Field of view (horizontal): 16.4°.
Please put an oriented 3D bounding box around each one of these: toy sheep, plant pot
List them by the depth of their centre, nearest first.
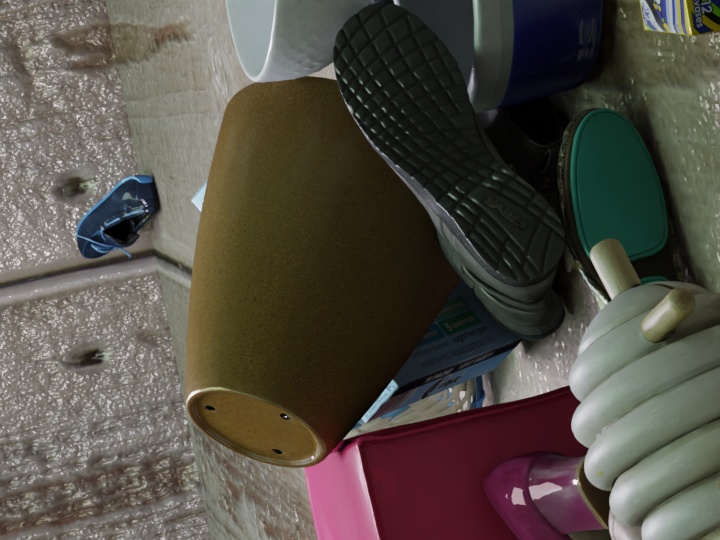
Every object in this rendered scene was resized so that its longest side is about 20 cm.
[{"bbox_3d":[0.169,0.070,1.256,0.138,0.137,0.201,106,145,-66],"label":"toy sheep"},{"bbox_3d":[-0.033,0.013,1.553,0.187,0.185,0.201,101,-170,-61],"label":"plant pot"}]

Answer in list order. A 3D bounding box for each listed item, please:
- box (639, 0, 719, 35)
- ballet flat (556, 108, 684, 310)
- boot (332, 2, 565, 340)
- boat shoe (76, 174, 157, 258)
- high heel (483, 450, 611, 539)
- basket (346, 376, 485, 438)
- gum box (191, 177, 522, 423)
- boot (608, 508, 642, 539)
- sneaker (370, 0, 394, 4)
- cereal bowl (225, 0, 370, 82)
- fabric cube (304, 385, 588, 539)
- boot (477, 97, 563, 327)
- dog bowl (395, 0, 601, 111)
[{"bbox_3d":[0.158,-0.215,1.170,0.070,0.064,0.201,-151,49,-75],"label":"box"},{"bbox_3d":[0.151,0.009,1.409,0.075,0.067,0.201,119,135,-58],"label":"ballet flat"},{"bbox_3d":[0.049,-0.051,1.462,0.201,0.070,0.132,59,174,16],"label":"boot"},{"bbox_3d":[-0.349,-0.061,3.523,0.200,0.084,0.069,-50,55,53],"label":"boat shoe"},{"bbox_3d":[0.149,0.190,1.454,0.200,0.067,0.096,53,148,-17],"label":"high heel"},{"bbox_3d":[0.024,0.059,1.930,0.200,0.139,0.177,21,-130,-62],"label":"basket"},{"bbox_3d":[0.000,0.000,1.739,0.200,0.170,0.045,51,123,14],"label":"gum box"},{"bbox_3d":[0.205,0.195,1.352,0.201,0.070,0.146,57,-170,-10],"label":"boot"},{"bbox_3d":[-0.002,-0.261,1.851,0.114,0.075,0.201,120,131,-72],"label":"sneaker"},{"bbox_3d":[-0.030,-0.216,1.509,0.200,0.083,0.201,177,90,-76],"label":"cereal bowl"},{"bbox_3d":[0.089,0.183,1.568,0.199,0.195,0.201,143,115,-77],"label":"fabric cube"},{"bbox_3d":[0.087,-0.074,1.652,0.200,0.069,0.175,50,151,45],"label":"boot"},{"bbox_3d":[0.075,-0.199,1.499,0.200,0.078,0.201,167,90,-78],"label":"dog bowl"}]
